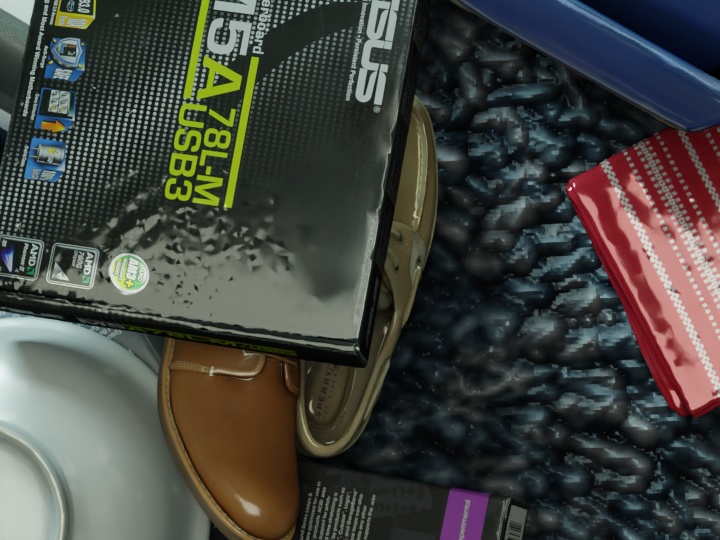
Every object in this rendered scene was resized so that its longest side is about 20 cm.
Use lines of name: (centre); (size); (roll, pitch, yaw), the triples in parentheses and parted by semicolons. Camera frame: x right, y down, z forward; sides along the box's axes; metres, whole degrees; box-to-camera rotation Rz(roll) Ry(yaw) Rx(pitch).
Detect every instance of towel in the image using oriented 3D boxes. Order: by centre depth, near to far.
towel: (0.223, -0.027, 1.413); (0.199, 0.022, 0.145); (-27, 78, 1)

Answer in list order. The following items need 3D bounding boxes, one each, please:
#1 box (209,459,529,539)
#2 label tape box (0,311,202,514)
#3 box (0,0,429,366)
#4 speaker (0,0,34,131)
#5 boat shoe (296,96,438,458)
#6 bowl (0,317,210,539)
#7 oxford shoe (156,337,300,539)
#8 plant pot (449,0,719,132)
box: (-0.021, 0.170, 1.379); (0.199, 0.036, 0.144); (9, 83, 26)
label tape box: (-0.169, 0.065, 1.418); (0.144, 0.063, 0.201); (-32, 83, 7)
box: (-0.075, -0.065, 1.331); (0.192, 0.048, 0.201); (9, 79, 11)
speaker: (-0.167, -0.108, 1.422); (0.199, 0.081, 0.082); (31, 87, 10)
boat shoe: (0.000, 0.000, 1.405); (0.072, 0.065, 0.201); (15, 86, -7)
bowl: (-0.180, 0.121, 1.340); (0.200, 0.090, 0.203); (-1, 87, 9)
oxford shoe: (-0.058, 0.046, 1.358); (0.071, 0.071, 0.201); (-39, 50, 38)
plant pot: (0.149, -0.186, 1.345); (0.199, 0.200, 0.181); (29, 104, 3)
